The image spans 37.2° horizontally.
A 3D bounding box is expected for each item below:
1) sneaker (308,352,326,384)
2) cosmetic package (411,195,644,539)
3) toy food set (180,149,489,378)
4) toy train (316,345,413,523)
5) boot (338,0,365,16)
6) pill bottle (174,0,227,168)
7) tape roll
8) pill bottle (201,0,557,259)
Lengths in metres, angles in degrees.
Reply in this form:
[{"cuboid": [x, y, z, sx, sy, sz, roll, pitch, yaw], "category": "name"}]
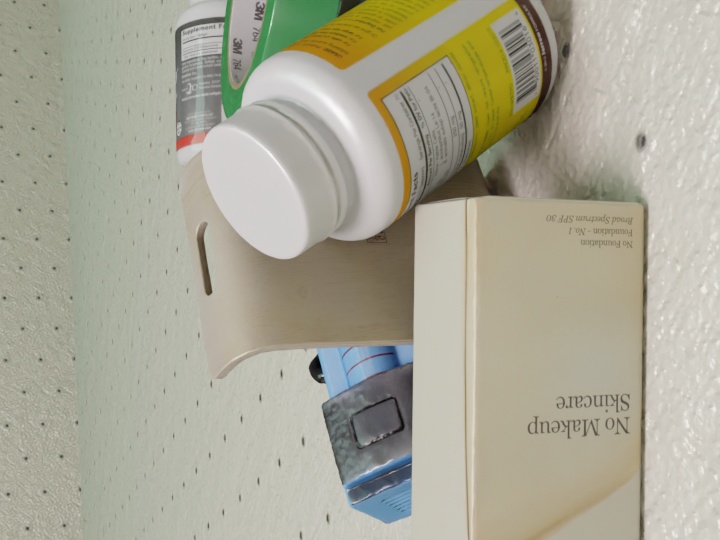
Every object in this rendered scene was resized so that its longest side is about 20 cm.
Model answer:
[{"cuboid": [0.000, 0.000, 0.794, 0.077, 0.084, 0.200, -150, 63, -65], "category": "sneaker"}, {"cuboid": [0.085, 0.064, 0.556, 0.073, 0.103, 0.200, 179, 90, -67], "category": "cosmetic package"}, {"cuboid": [0.001, -0.003, 0.635, 0.060, 0.200, 0.144, 114, 149, -51], "category": "toy food set"}, {"cuboid": [0.021, 0.067, 0.684, 0.114, 0.087, 0.200, 43, -153, -56], "category": "toy train"}, {"cuboid": [-0.002, -0.159, 0.816, 0.097, 0.075, 0.200, -135, 52, -65], "category": "boot"}, {"cuboid": [-0.128, -0.203, 1.078, 0.116, 0.116, 0.200, 163, 107, -67], "category": "pill bottle"}, {"cuboid": [-0.063, -0.209, 0.820, 0.200, 0.048, 0.201, -172, 90, -72], "category": "tape roll"}, {"cuboid": [0.012, -0.090, 0.590, 0.109, 0.200, 0.109, 32, 143, 29], "category": "pill bottle"}]
